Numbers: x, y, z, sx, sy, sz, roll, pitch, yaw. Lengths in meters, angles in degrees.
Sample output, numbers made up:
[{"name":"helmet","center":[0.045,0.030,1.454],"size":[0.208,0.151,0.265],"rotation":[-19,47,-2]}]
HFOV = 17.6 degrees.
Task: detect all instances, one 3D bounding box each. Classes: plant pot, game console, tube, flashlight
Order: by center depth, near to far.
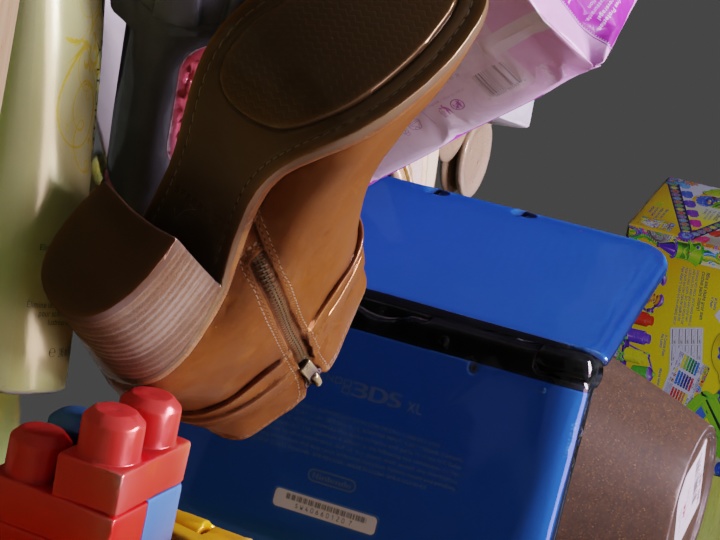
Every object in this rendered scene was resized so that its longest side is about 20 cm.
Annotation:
[{"name":"tube","center":[-0.117,-0.057,0.841],"size":[0.052,0.058,0.201],"rotation":[6,96,-30]},{"name":"flashlight","center":[-0.063,-0.060,0.895],"size":[0.068,0.068,0.201],"rotation":[-42,157,-43]},{"name":"game console","center":[0.019,0.047,1.061],"size":[0.118,0.199,0.172],"rotation":[8,96,-70]},{"name":"plant pot","center":[0.092,0.105,1.308],"size":[0.187,0.199,0.188],"rotation":[14,90,-71]}]

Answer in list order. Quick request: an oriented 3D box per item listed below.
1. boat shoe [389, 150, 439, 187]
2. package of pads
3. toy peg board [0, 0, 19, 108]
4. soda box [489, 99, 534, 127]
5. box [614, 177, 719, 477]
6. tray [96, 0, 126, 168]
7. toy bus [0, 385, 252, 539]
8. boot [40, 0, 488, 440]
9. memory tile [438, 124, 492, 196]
[{"name":"boat shoe","center":[0.000,0.000,1.182],"size":[0.069,0.073,0.201],"rotation":[-31,123,-60]},{"name":"package of pads","center":[0.029,-0.103,1.012],"size":[0.076,0.200,0.121],"rotation":[49,43,-17]},{"name":"toy peg board","center":[-0.165,-0.085,0.654],"size":[0.199,0.097,0.201],"rotation":[-56,159,-80]},{"name":"soda box","center":[0.066,-0.180,1.208],"size":[0.068,0.063,0.201],"rotation":[11,90,-62]},{"name":"box","center":[0.311,0.055,1.894],"size":[0.122,0.192,0.201],"rotation":[-41,142,-58]},{"name":"tray","center":[-0.040,-0.130,0.963],"size":[0.200,0.022,0.108],"rotation":[-46,147,-27]},{"name":"toy bus","center":[-0.120,0.138,0.821],"size":[0.200,0.135,0.193],"rotation":[-28,134,-63]},{"name":"boot","center":[-0.019,-0.025,0.874],"size":[0.200,0.074,0.155],"rotation":[-40,151,1]},{"name":"memory tile","center":[0.064,-0.144,1.330],"size":[0.200,0.017,0.154],"rotation":[65,43,-62]}]
